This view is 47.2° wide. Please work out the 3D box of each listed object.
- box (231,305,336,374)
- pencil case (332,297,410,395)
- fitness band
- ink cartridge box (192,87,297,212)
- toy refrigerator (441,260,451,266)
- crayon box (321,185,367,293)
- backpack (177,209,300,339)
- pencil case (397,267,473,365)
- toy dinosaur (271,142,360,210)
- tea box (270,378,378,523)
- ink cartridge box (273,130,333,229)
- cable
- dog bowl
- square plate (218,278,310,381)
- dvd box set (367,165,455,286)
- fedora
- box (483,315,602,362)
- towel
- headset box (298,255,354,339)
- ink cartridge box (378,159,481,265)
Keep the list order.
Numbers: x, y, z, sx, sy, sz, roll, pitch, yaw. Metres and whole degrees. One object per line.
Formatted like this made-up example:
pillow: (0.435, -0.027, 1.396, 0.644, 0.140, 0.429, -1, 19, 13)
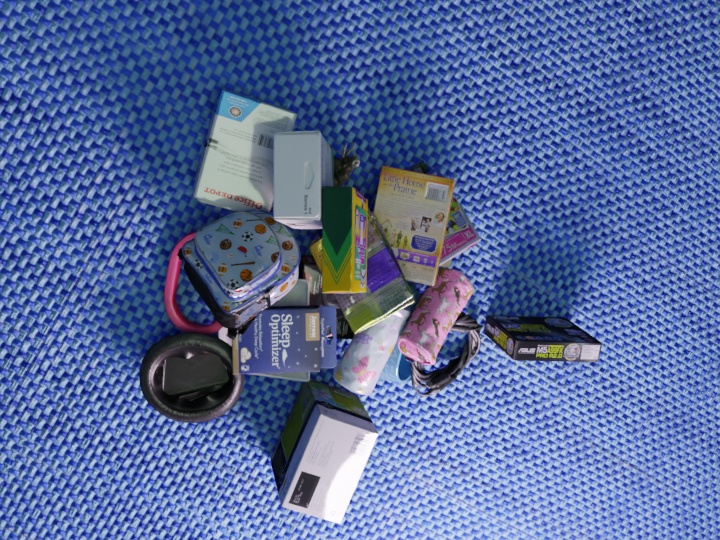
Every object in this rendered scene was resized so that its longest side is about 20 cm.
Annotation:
box: (-0.141, 0.128, 1.536, 0.196, 0.032, 0.124, -1, 96, -8)
pencil case: (0.020, 0.139, 1.596, 0.089, 0.083, 0.203, 24, 97, -1)
fitness band: (-0.299, 0.024, 1.565, 0.141, 0.037, 0.204, 12, 100, 0)
ink cartridge box: (-0.216, -0.215, 1.517, 0.144, 0.084, 0.203, 15, 101, -19)
toy refrigerator: (0.081, -0.048, 1.646, 0.196, 0.076, 0.071, 3, 104, -16)
crayon box: (-0.026, -0.048, 1.439, 0.057, 0.200, 0.176, 1, 89, 8)
backpack: (-0.203, -0.018, 1.466, 0.189, 0.155, 0.201, -30, 75, -27)
pencil case: (0.149, 0.089, 1.616, 0.201, 0.082, 0.087, -58, 154, -26)
toy dinosaur: (-0.086, -0.163, 1.583, 0.197, 0.077, 0.104, -18, 89, 4)
tea box: (-0.077, 0.354, 1.644, 0.132, 0.197, 0.203, 21, 99, -18)
ink cartridge box: (-0.097, -0.153, 1.444, 0.082, 0.200, 0.148, 0, 89, 5)
cable: (0.176, 0.158, 1.712, 0.198, 0.051, 0.165, -31, 122, -24)
dog bowl: (0.091, 0.135, 1.676, 0.111, 0.049, 0.204, 0, 107, -58)
square plate: (-0.186, 0.107, 1.600, 0.194, 0.028, 0.204, 5, 104, 18)
dvd box set: (0.091, -0.085, 1.555, 0.144, 0.029, 0.204, 11, 93, 11)
fedora: (-0.322, 0.195, 1.591, 0.196, 0.092, 0.205, -1, 105, -5)
box: (0.380, 0.142, 1.730, 0.196, 0.160, 0.045, 3, 106, -15)
towel: (0.000, 0.000, 1.546, 0.142, 0.023, 0.203, -28, 83, 10)
headset box: (-0.050, 0.054, 1.637, 0.196, 0.077, 0.152, 3, 104, -15)
ink cartridge box: (0.135, -0.115, 1.607, 0.118, 0.042, 0.202, -29, 82, -20)
